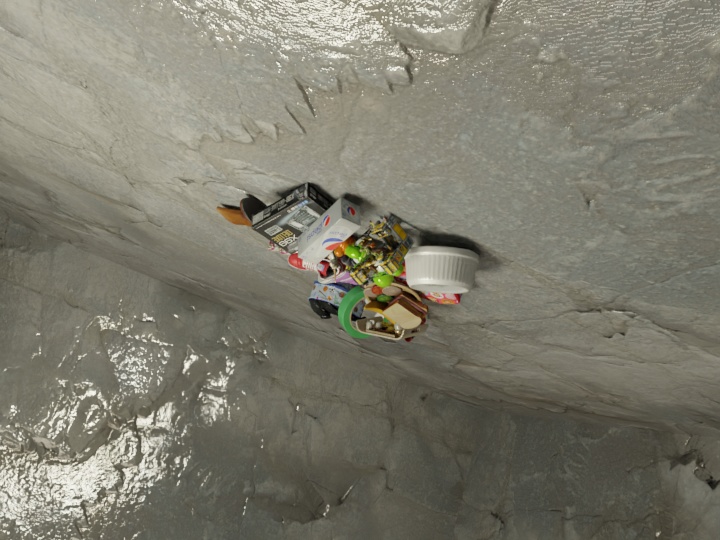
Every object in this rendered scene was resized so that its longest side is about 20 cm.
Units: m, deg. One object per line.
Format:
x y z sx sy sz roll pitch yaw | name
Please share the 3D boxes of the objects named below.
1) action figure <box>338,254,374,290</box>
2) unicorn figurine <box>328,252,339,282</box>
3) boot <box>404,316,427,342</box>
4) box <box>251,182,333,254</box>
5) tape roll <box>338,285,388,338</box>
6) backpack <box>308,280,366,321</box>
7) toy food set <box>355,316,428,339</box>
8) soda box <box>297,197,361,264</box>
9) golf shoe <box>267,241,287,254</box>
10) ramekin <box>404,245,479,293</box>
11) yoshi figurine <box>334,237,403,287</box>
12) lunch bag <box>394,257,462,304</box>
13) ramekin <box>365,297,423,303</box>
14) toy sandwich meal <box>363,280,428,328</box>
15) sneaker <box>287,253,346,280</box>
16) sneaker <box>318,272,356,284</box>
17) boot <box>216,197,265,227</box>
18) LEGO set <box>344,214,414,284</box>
0.000 0.000 1.770 0.130 0.069 0.200 30 160 30 | action figure
-0.124 -0.077 1.688 0.200 0.074 0.138 43 167 19 | unicorn figurine
0.198 0.208 2.101 0.072 0.145 0.200 11 163 18 | boot
-0.163 -0.132 1.479 0.199 0.050 0.157 -24 141 28 | box
0.019 0.144 2.006 0.200 0.201 0.048 32 -174 -36 | tape roll
-0.090 0.101 2.067 0.199 0.156 0.190 2 165 36 | backpack
0.104 0.179 1.854 0.199 0.061 0.143 7 -172 39 | toy food set
-0.083 -0.097 1.431 0.063 0.069 0.200 21 138 -32 | soda box
-0.225 -0.085 1.780 0.091 0.076 0.200 13 -178 -29 | golf shoe
0.209 0.003 1.468 0.200 0.095 0.202 5 171 1 | ramekin
0.024 -0.016 1.610 0.199 0.113 0.112 26 155 16 | yoshi figurine
0.201 0.022 1.651 0.198 0.082 0.176 11 156 28 | lunch bag
0.122 0.089 1.878 0.201 0.095 0.203 17 162 6 | ramekin
0.100 0.105 1.698 0.203 0.071 0.206 13 149 8 | toy sandwich meal
-0.148 -0.020 1.795 0.198 0.072 0.112 7 -167 8 | sneaker
-0.065 0.024 1.947 0.114 0.073 0.200 25 162 -28 | sneaker
-0.359 -0.178 1.697 0.199 0.069 0.188 17 172 31 | boot
0.032 -0.059 1.442 0.116 0.154 0.199 47 153 -17 | LEGO set
